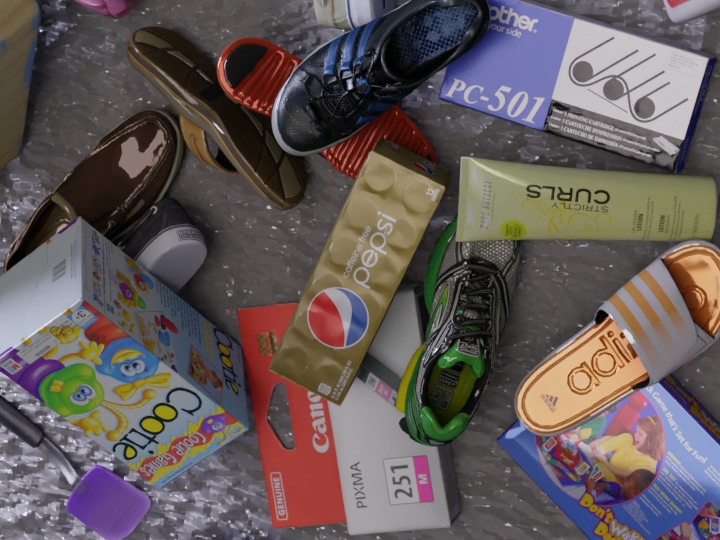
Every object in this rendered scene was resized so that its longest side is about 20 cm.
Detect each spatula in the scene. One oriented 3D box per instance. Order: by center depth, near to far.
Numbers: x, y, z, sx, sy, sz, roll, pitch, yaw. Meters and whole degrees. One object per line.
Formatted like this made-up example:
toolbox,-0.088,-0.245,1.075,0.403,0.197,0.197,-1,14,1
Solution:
spatula,-0.275,0.163,1.800,0.200,0.021,0.057,39,103,10

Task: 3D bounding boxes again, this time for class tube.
tube,0.174,-0.050,1.569,0.198,0.052,0.059,3,83,0

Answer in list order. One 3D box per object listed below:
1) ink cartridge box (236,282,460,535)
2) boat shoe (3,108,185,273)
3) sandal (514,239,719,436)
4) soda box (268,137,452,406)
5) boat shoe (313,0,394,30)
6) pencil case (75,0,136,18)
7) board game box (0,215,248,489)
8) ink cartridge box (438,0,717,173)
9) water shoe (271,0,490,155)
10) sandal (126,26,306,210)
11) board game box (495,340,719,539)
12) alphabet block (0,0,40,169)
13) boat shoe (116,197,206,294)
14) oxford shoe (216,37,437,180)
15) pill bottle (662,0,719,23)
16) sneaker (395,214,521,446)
ink cartridge box,-0.016,0.120,1.696,0.172,0.044,0.202,-7,97,18
boat shoe,-0.228,-0.054,1.720,0.075,0.075,0.202,44,109,7
sandal,0.204,0.062,1.557,0.206,0.059,0.079,-41,85,12
soda box,0.000,0.000,1.612,0.067,0.064,0.201,26,105,2
boat shoe,-0.014,-0.288,1.614,0.062,0.072,0.202,1,101,23
pencil case,-0.275,-0.272,1.697,0.198,0.083,0.087,15,103,15
board game box,-0.196,0.070,1.661,0.103,0.105,0.200,-34,126,20
ink cartridge box,0.169,-0.150,1.589,0.199,0.044,0.095,19,103,15
water shoe,0.009,-0.158,1.562,0.199,0.079,0.072,-36,96,12
sandal,-0.122,-0.120,1.677,0.200,0.080,0.054,43,124,9
board game box,0.226,0.159,1.620,0.200,0.045,0.135,46,109,6
alphabet block,-0.403,-0.152,1.661,0.196,0.200,0.196,31,140,12
boat shoe,-0.209,0.013,1.733,0.200,0.070,0.067,-46,54,30
oxford shoe,-0.026,-0.128,1.653,0.199,0.073,0.071,33,89,-7
pill bottle,0.249,-0.295,1.501,0.113,0.114,0.201,-20,93,20
sneaker,0.088,0.045,1.608,0.077,0.085,0.202,14,89,-12
